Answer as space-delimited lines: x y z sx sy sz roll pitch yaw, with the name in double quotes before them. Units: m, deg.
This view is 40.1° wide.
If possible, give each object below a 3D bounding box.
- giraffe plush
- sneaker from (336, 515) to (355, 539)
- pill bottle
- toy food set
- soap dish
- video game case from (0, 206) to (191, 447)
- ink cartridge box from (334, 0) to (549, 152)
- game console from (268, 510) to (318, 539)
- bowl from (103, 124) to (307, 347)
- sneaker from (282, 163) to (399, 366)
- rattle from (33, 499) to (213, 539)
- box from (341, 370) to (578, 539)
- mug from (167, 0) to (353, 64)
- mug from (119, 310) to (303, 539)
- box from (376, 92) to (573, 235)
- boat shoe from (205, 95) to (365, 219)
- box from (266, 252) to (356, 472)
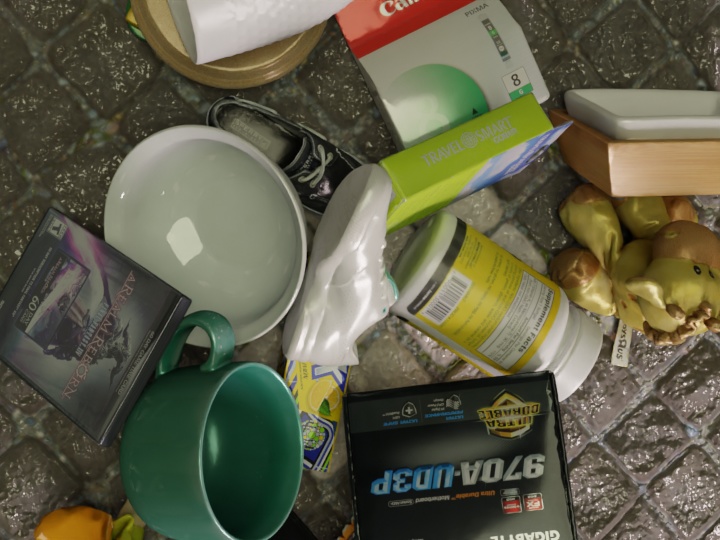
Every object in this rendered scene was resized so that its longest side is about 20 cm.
"giraffe plush" 0.292 0.006 0.969 0.171 0.162 0.202 -9 95 -10
"sneaker" 0.040 0.255 0.962 0.078 0.077 0.201 17 108 -54
"pill bottle" 0.130 0.040 0.967 0.199 0.114 0.115 33 87 -11
"toy food set" -0.122 -0.273 0.931 0.197 0.049 0.201 29 89 -9
"soap dish" 0.303 -0.127 0.974 0.198 0.158 0.082 -2 111 -10
"video game case" -0.251 0.044 0.878 0.199 0.019 0.144 29 89 34
"ink cartridge box" 0.075 -0.226 0.975 0.160 0.050 0.201 -27 100 -8
"game console" -0.081 0.338 0.916 0.177 0.200 0.031 -52 134 -3
"bowl" -0.128 -0.037 0.909 0.199 0.090 0.203 4 104 18
"sneaker" 0.000 0.000 0.874 0.088 0.075 0.201 15 120 -15
"rattle" -0.163 0.257 0.882 0.199 0.143 0.131 23 66 28
"box" 0.089 0.183 0.905 0.198 0.046 0.161 -7 78 6
"mug" -0.089 -0.293 0.850 0.174 0.148 0.201 -19 65 -12
"mug" -0.135 0.145 0.872 0.114 0.152 0.187 -7 63 30
"box" 0.090 -0.097 0.926 0.199 0.122 0.048 -26 81 -24
"boat shoe" -0.056 -0.105 0.946 0.199 0.068 0.072 33 88 -12
"box" -0.045 0.086 0.959 0.064 0.070 0.202 11 92 -11
